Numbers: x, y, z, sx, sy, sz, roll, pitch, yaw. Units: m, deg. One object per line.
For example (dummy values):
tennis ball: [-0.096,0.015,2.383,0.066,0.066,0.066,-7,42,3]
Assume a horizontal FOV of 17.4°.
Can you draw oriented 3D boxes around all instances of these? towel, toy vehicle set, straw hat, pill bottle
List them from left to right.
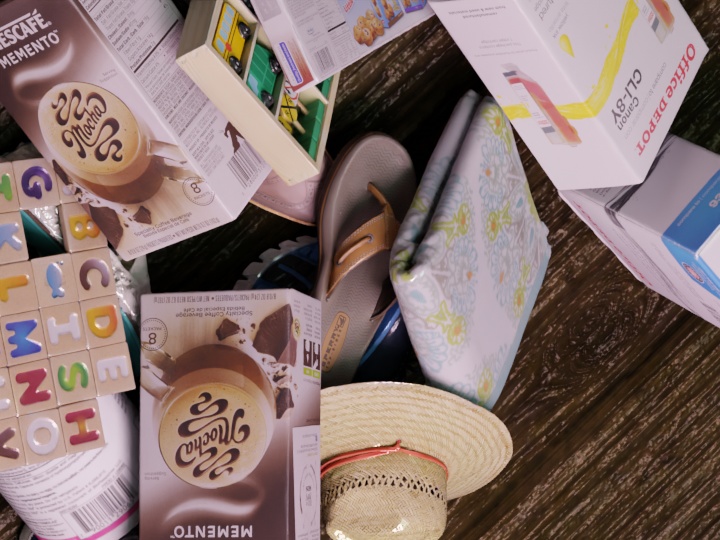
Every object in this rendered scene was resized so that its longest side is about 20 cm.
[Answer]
pill bottle: [-0.229,0.093,1.647,0.113,0.113,0.201,-38,122,-9]
toy vehicle set: [-0.061,-0.167,1.596,0.026,0.201,0.124,-24,126,29]
straw hat: [0.017,0.166,1.719,0.199,0.086,0.202,-2,147,-1]
towel: [0.080,-0.008,1.739,0.201,0.048,0.172,-67,146,-38]

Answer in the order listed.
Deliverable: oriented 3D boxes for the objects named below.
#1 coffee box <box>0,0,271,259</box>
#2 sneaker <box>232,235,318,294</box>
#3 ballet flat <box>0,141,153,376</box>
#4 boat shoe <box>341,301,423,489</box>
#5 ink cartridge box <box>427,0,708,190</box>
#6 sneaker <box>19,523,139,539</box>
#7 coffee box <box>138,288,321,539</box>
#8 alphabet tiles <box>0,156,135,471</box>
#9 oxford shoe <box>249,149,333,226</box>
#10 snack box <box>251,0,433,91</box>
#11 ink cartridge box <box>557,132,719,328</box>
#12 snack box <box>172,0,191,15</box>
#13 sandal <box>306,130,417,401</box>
coffee box: [-0.162,-0.118,1.562,0.200,0.113,0.080,53,43,-20]
sneaker: [-0.073,0.060,1.753,0.200,0.075,0.087,-48,156,-11]
ballet flat: [-0.187,-0.013,1.656,0.072,0.072,0.200,-40,121,-8]
boat shoe: [0.003,0.079,1.792,0.068,0.084,0.201,22,114,-28]
ink cartridge box: [0.157,-0.179,1.730,0.200,0.083,0.146,52,54,-33]
sneaker: [-0.142,0.196,1.733,0.199,0.111,0.077,-14,115,-22]
coffee box: [-0.090,0.118,1.637,0.112,0.080,0.202,-3,82,15]
alphabet tiles: [-0.228,0.028,1.568,0.166,0.008,0.202,-11,90,-42]
oxford shoe: [-0.072,-0.087,1.680,0.200,0.073,0.071,39,90,-36]
snack box: [-0.010,-0.183,1.617,0.072,0.024,0.200,64,30,-7]
ink cartridge box: [0.261,-0.027,1.804,0.084,0.200,0.145,-49,123,-5]
snack box: [-0.123,-0.198,1.612,0.024,0.072,0.200,-48,123,-3]
sandal: [0.000,0.000,1.693,0.081,0.054,0.201,27,77,-34]
